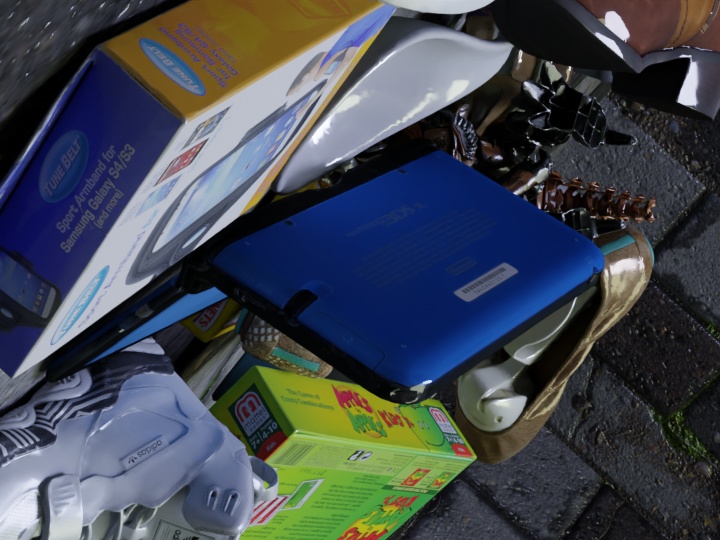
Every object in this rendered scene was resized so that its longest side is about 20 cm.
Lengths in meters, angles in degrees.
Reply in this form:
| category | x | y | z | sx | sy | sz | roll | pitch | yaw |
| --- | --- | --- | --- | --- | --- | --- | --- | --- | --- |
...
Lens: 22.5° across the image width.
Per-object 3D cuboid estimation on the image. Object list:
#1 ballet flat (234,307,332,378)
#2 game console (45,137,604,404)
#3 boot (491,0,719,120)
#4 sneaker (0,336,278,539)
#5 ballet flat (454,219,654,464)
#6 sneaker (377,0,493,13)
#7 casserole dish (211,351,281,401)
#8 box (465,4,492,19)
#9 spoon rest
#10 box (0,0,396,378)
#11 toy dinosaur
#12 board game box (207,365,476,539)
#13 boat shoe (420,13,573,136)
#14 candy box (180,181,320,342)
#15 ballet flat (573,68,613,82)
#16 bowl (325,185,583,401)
| category | x | y | z | sx | sy | sz | roll | pitch | yaw |
| --- | --- | --- | --- | --- | --- | --- | --- | --- | --- |
| ballet flat | 0.000 | 0.000 | 1.029 | 0.200 | 0.065 | 0.071 | -50 | 172 | -46 |
| game console | -0.012 | 0.021 | 0.836 | 0.200 | 0.170 | 0.119 | -28 | 145 | -54 |
| boot | 0.144 | -0.187 | 0.847 | 0.188 | 0.068 | 0.202 | 14 | 91 | -45 |
| sneaker | -0.120 | 0.112 | 0.827 | 0.200 | 0.115 | 0.075 | -43 | 168 | -50 |
| ballet flat | 0.104 | 0.049 | 1.111 | 0.072 | 0.068 | 0.200 | -14 | 149 | -51 |
| sneaker | 0.039 | -0.148 | 0.597 | 0.200 | 0.074 | 0.082 | -46 | 158 | -56 |
| casserole dish | -0.023 | 0.020 | 1.174 | 0.200 | 0.039 | 0.121 | -50 | 178 | 19 |
| box | 0.127 | -0.209 | 1.001 | 0.137 | 0.039 | 0.200 | -48 | 175 | -13 |
| spoon rest | 0.025 | -0.098 | 0.835 | 0.200 | 0.061 | 0.099 | -46 | 174 | -40 |
| box | -0.063 | -0.042 | 0.612 | 0.119 | 0.041 | 0.200 | -52 | 177 | 32 |
| toy dinosaur | 0.077 | -0.054 | 0.991 | 0.199 | 0.103 | 0.135 | -15 | -176 | -28 |
| board game box | -0.026 | 0.114 | 1.040 | 0.102 | 0.048 | 0.200 | -43 | 152 | 18 |
| boat shoe | 0.056 | -0.104 | 1.047 | 0.200 | 0.076 | 0.072 | 127 | -35 | -65 |
| candy box | -0.045 | -0.013 | 1.073 | 0.102 | 0.026 | 0.200 | -53 | 175 | 10 |
| ballet flat | 0.171 | -0.177 | 1.001 | 0.073 | 0.073 | 0.200 | -43 | 172 | -49 |
| bowl | 0.048 | 0.022 | 1.203 | 0.200 | 0.075 | 0.200 | -52 | 177 | 33 |
